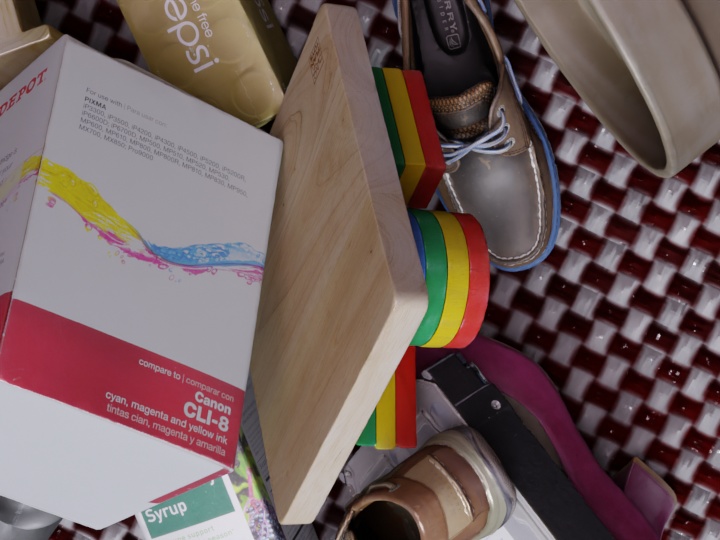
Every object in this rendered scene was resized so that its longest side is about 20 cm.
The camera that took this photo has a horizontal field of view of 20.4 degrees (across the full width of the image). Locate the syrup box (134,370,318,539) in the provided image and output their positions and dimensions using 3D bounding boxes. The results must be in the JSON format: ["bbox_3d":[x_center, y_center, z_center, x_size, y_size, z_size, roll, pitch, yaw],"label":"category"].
[{"bbox_3d":[-0.083,0.141,1.188,0.078,0.081,0.201,-20,98,13],"label":"syrup box"}]

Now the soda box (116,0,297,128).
[{"bbox_3d":[-0.103,-0.171,1.140,0.068,0.064,0.201,-24,96,14],"label":"soda box"}]

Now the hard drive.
[{"bbox_3d":[0.079,0.158,1.122,0.200,0.038,0.140,53,143,13],"label":"hard drive"}]

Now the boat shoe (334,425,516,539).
[{"bbox_3d":[0.013,0.151,1.103,0.076,0.072,0.200,51,145,15],"label":"boat shoe"}]

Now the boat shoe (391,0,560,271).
[{"bbox_3d":[0.056,-0.090,1.120,0.072,0.072,0.201,-19,97,13],"label":"boat shoe"}]

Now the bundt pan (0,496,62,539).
[{"bbox_3d":[-0.250,0.099,1.185,0.201,0.076,0.203,3,121,6],"label":"bundt pan"}]

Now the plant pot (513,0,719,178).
[{"bbox_3d":[0.172,-0.179,1.036,0.173,0.200,0.200,-35,93,-2],"label":"plant pot"}]

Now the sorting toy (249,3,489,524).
[{"bbox_3d":[0.000,0.000,1.067,0.069,0.199,0.200,3,141,-21],"label":"sorting toy"}]

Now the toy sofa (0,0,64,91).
[{"bbox_3d":[-0.227,-0.190,1.120,0.097,0.083,0.201,-19,79,8],"label":"toy sofa"}]

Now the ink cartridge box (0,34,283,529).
[{"bbox_3d":[-0.146,0.009,1.062,0.144,0.201,0.145,24,149,-29],"label":"ink cartridge box"}]

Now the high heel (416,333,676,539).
[{"bbox_3d":[0.087,0.112,1.138,0.200,0.096,0.067,40,134,-4],"label":"high heel"}]
